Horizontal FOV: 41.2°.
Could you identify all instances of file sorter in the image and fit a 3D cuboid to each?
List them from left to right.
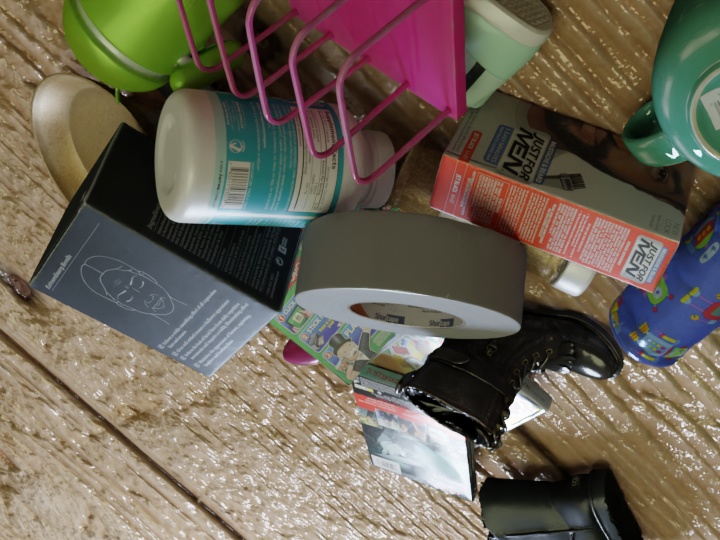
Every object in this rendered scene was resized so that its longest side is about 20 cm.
[{"bbox_3d":[-0.034,-0.181,0.733,0.199,0.125,0.140,38,158,28],"label":"file sorter"}]

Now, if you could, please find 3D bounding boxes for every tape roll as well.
[{"bbox_3d":[0.044,0.008,0.834,0.197,0.067,0.200,7,167,2],"label":"tape roll"}]

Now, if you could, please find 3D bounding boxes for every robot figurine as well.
[{"bbox_3d":[-0.175,-0.237,0.822,0.200,0.116,0.176,-39,87,26],"label":"robot figurine"}]

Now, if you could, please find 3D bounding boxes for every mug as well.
[{"bbox_3d":[0.283,-0.128,0.693,0.150,0.115,0.186,20,135,10],"label":"mug"}]

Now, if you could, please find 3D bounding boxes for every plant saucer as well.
[{"bbox_3d":[-0.253,-0.114,0.978,0.199,0.035,0.202,24,135,26],"label":"plant saucer"}]

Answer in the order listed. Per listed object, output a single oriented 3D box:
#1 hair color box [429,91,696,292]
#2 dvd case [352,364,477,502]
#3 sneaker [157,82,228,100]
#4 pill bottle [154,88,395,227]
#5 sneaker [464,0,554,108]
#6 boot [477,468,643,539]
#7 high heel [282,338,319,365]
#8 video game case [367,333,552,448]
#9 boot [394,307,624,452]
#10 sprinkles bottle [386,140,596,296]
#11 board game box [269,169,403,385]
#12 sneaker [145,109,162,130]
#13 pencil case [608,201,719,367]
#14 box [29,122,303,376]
[{"bbox_3d":[0.171,-0.072,0.808,0.198,0.111,0.064,22,136,8],"label":"hair color box"},{"bbox_3d":[0.065,0.193,1.135,0.144,0.022,0.201,15,141,24],"label":"dvd case"},{"bbox_3d":[-0.151,-0.118,0.932,0.199,0.075,0.116,34,98,-3],"label":"sneaker"},{"bbox_3d":[-0.071,-0.094,0.834,0.198,0.112,0.111,1,144,-27],"label":"pill bottle"},{"bbox_3d":[0.044,-0.210,0.778,0.199,0.074,0.118,35,136,-4],"label":"sneaker"},{"bbox_3d":[0.243,0.323,1.144,0.167,0.077,0.202,-13,114,32],"label":"boot"},{"bbox_3d":[-0.036,0.035,1.038,0.199,0.068,0.096,-29,122,37],"label":"high heel"},{"bbox_3d":[0.088,0.127,1.073,0.181,0.023,0.200,37,144,-6],"label":"video game case"},{"bbox_3d":[0.147,0.106,0.933,0.198,0.175,0.070,22,136,9],"label":"boot"},{"bbox_3d":[0.125,-0.049,0.877,0.198,0.069,0.069,26,136,1],"label":"sprinkles bottle"},{"bbox_3d":[0.000,0.000,0.957,0.134,0.029,0.200,39,107,-8],"label":"board game box"},{"bbox_3d":[-0.170,-0.073,1.024,0.200,0.070,0.099,46,136,-4],"label":"sneaker"},{"bbox_3d":[0.297,0.001,0.829,0.077,0.088,0.201,3,143,-24],"label":"pencil case"},{"bbox_3d":[-0.181,-0.013,0.901,0.199,0.108,0.148,30,136,-21],"label":"box"}]
